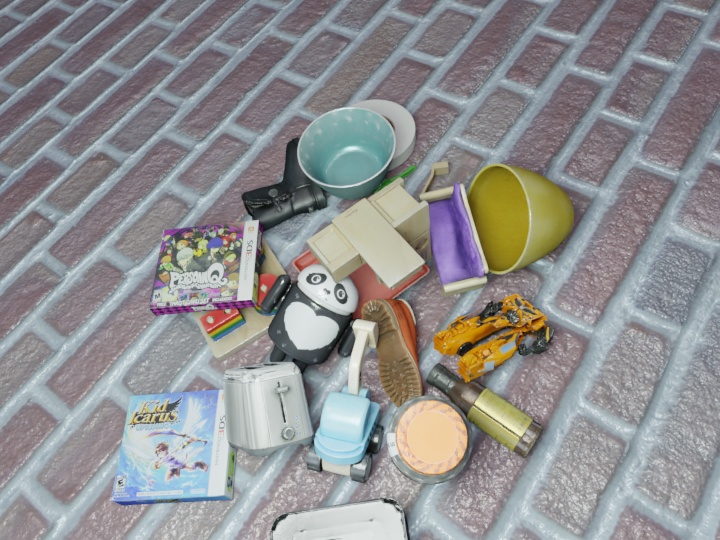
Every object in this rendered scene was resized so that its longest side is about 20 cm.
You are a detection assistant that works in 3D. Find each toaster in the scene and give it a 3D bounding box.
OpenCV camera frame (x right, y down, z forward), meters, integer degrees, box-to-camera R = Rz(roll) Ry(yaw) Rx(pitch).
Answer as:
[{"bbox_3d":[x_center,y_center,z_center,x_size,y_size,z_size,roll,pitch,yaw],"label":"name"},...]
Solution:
[{"bbox_3d":[-0.158,0.220,0.926,0.113,0.200,0.130,-5,84,-29],"label":"toaster"}]

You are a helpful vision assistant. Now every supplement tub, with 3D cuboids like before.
[{"bbox_3d":[0.100,0.255,0.850,0.122,0.200,0.123,-1,70,4],"label":"supplement tub"}]

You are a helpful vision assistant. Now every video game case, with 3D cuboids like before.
[{"bbox_3d":[-0.315,0.304,0.986,0.199,0.045,0.182,-5,58,6],"label":"video game case"},{"bbox_3d":[-0.292,-0.007,1.089,0.199,0.036,0.182,-5,58,6],"label":"video game case"}]

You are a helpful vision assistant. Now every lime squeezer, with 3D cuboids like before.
[{"bbox_3d":[0.061,-0.155,1.199,0.070,0.038,0.200,18,51,1],"label":"lime squeezer"}]

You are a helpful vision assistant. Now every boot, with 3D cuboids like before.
[{"bbox_3d":[-0.180,-0.189,1.235,0.168,0.076,0.200,-19,65,-7],"label":"boot"},{"bbox_3d":[0.077,0.142,1.001,0.075,0.107,0.201,-20,83,31],"label":"boot"}]

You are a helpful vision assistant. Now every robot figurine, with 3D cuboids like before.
[{"bbox_3d":[-0.086,0.086,1.005,0.125,0.150,0.200,40,103,45],"label":"robot figurine"},{"bbox_3d":[0.235,0.108,0.985,0.200,0.058,0.145,-26,41,-17],"label":"robot figurine"}]

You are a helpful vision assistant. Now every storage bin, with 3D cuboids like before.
[{"bbox_3d":[-0.024,0.425,0.841,0.199,0.094,0.136,-10,59,2],"label":"storage bin"}]

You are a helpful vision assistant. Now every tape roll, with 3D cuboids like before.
[{"bbox_3d":[0.026,-0.306,1.296,0.202,0.037,0.203,-4,59,7],"label":"tape roll"}]

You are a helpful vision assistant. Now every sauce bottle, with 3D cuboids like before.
[{"bbox_3d":[0.200,0.224,0.940,0.200,0.065,0.065,35,70,24],"label":"sauce bottle"}]

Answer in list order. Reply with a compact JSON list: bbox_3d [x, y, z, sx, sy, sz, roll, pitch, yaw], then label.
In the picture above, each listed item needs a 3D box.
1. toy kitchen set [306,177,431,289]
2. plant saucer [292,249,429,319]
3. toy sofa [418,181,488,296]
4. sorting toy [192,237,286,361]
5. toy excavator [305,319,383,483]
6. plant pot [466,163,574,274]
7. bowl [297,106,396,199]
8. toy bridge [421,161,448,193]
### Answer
[{"bbox_3d":[0.047,-0.012,0.994,0.200,0.181,0.163,-35,61,-11],"label":"toy kitchen set"},{"bbox_3d":[0.000,0.000,1.120,0.200,0.037,0.200,-35,61,-13],"label":"plant saucer"},{"bbox_3d":[0.171,-0.059,1.069,0.083,0.098,0.201,-13,73,1],"label":"toy sofa"},{"bbox_3d":[-0.242,0.038,1.117,0.199,0.070,0.200,-31,60,-10],"label":"sorting toy"},{"bbox_3d":[-0.011,0.206,0.919,0.100,0.200,0.195,10,30,14],"label":"toy excavator"},{"bbox_3d":[0.308,-0.099,1.057,0.142,0.200,0.200,-6,56,-21],"label":"plant pot"},{"bbox_3d":[-0.022,-0.228,1.178,0.200,0.105,0.201,-3,64,7],"label":"bowl"},{"bbox_3d":[0.160,-0.144,1.184,0.067,0.027,0.200,-7,60,6],"label":"toy bridge"}]
